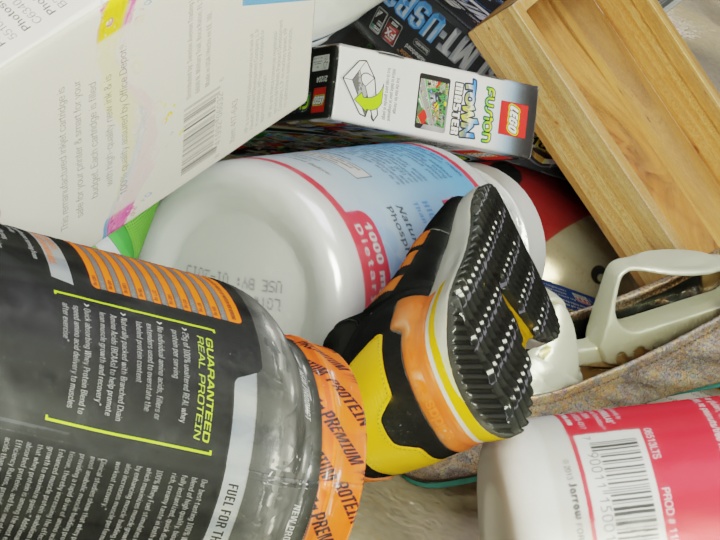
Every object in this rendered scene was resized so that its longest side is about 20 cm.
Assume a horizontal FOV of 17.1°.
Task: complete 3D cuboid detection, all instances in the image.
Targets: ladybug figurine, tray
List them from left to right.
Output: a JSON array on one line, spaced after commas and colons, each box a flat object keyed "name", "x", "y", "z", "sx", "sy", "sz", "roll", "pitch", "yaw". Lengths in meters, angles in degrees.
[{"name": "ladybug figurine", "x": 0.071, "y": -0.033, "z": 1.251, "sx": 0.200, "sy": 0.072, "sz": 0.135, "roll": 39, "pitch": 24, "yaw": 26}, {"name": "tray", "x": 0.140, "y": -0.057, "z": 1.150, "sx": 0.200, "sy": 0.037, "sz": 0.099, "roll": 55, "pitch": 44, "yaw": -7}]

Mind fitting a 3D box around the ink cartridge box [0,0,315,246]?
[{"name": "ink cartridge box", "x": -0.127, "y": -0.088, "z": 0.850, "sx": 0.200, "sy": 0.129, "sz": 0.125, "roll": -36, "pitch": 63, "yaw": -29}]

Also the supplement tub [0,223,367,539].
[{"name": "supplement tub", "x": -0.106, "y": 0.051, "z": 0.779, "sx": 0.199, "sy": 0.123, "sz": 0.123, "roll": 16, "pitch": 24, "yaw": -29}]

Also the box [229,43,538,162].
[{"name": "box", "x": -0.016, "y": -0.076, "z": 1.148, "sx": 0.110, "sy": 0.035, "sz": 0.200, "roll": 9, "pitch": -5, "yaw": -30}]

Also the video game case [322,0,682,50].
[{"name": "video game case", "x": 0.077, "y": -0.153, "z": 1.386, "sx": 0.181, "sy": 0.200, "sz": 0.023, "roll": 13, "pitch": 57, "yaw": -33}]

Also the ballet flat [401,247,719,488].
[{"name": "ballet flat", "x": 0.097, "y": 0.030, "z": 1.029, "sx": 0.199, "sy": 0.068, "sz": 0.068, "roll": -19, "pitch": 33, "yaw": -20}]

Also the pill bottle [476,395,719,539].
[{"name": "pill bottle", "x": 0.149, "y": 0.101, "z": 0.883, "sx": 0.199, "sy": 0.113, "sz": 0.112, "roll": -6, "pitch": 28, "yaw": -6}]

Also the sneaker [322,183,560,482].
[{"name": "sneaker", "x": 0.019, "y": 0.025, "z": 0.917, "sx": 0.070, "sy": 0.090, "sz": 0.200, "roll": 63, "pitch": 15, "yaw": -11}]

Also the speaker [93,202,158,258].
[{"name": "speaker", "x": -0.110, "y": -0.064, "z": 0.969, "sx": 0.088, "sy": 0.089, "sz": 0.201, "roll": 24, "pitch": 53, "yaw": -10}]

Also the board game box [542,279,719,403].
[{"name": "board game box", "x": 0.144, "y": 0.084, "z": 1.108, "sx": 0.151, "sy": 0.046, "sz": 0.200, "roll": 19, "pitch": 23, "yaw": -23}]

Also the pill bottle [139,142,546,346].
[{"name": "pill bottle", "x": 0.000, "y": 0.000, "z": 1.041, "sx": 0.109, "sy": 0.109, "sz": 0.200, "roll": 37, "pitch": 24, "yaw": 23}]

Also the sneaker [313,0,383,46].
[{"name": "sneaker", "x": 0.001, "y": -0.166, "z": 1.178, "sx": 0.200, "sy": 0.071, "sz": 0.073, "roll": -34, "pitch": 93, "yaw": -31}]

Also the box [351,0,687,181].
[{"name": "box", "x": 0.104, "y": -0.098, "z": 1.275, "sx": 0.198, "sy": 0.050, "sz": 0.200, "roll": 14, "pitch": 20, "yaw": -38}]
